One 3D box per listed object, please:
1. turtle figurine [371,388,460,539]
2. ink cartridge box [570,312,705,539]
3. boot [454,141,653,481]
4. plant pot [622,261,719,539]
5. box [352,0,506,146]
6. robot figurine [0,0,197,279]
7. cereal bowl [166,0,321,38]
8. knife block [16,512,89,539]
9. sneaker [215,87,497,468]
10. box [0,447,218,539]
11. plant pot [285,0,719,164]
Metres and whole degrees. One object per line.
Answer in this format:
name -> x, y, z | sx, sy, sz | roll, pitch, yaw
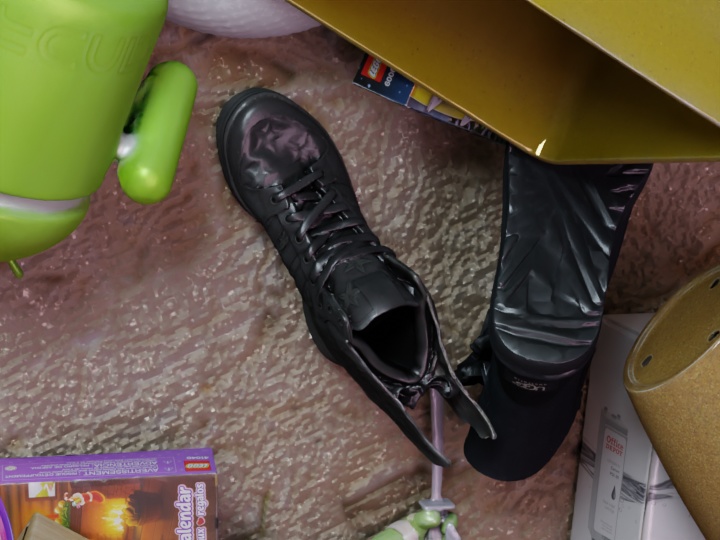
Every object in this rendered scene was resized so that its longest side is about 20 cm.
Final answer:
turtle figurine -> 0.042, 0.192, 1.250 | 0.200, 0.144, 0.194 | -43, 117, -3
ink cartridge box -> 0.205, 0.126, 1.343 | 0.146, 0.083, 0.200 | -2, 106, -25
boot -> 0.099, -0.003, 1.229 | 0.076, 0.168, 0.200 | 14, 65, 1
plant pot -> 0.237, 0.092, 1.216 | 0.200, 0.186, 0.186 | 42, 85, -14
box -> 0.083, -0.167, 1.187 | 0.137, 0.038, 0.200 | 16, 99, -57
robot figurine -> -0.161, -0.091, 1.068 | 0.175, 0.116, 0.200 | 19, 112, -11
cereal bowl -> -0.042, -0.206, 1.122 | 0.200, 0.083, 0.200 | -8, 108, -24
knife block -> -0.068, 0.205, 1.151 | 0.175, 0.064, 0.200 | -13, 108, 3
sneaker -> -0.003, 0.001, 1.187 | 0.060, 0.104, 0.200 | -30, 113, -14
box -> -0.141, 0.193, 1.203 | 0.137, 0.039, 0.200 | -2, 107, -8
plant pot -> 0.090, -0.172, 1.035 | 0.200, 0.200, 0.177 | 30, 81, -22
